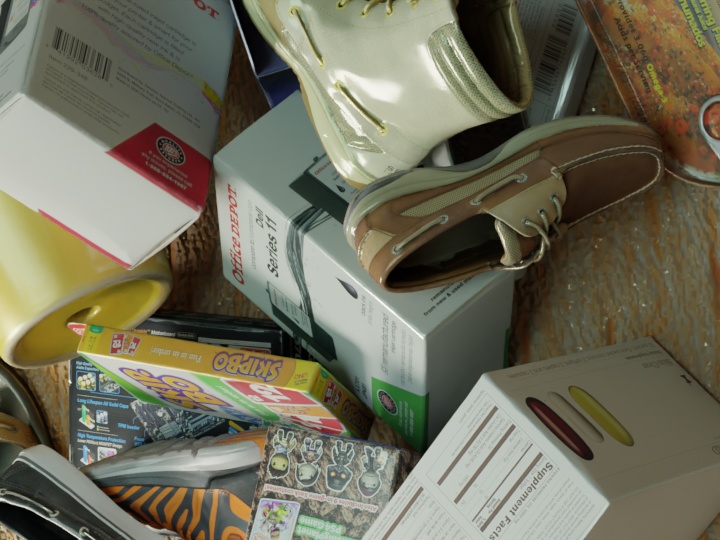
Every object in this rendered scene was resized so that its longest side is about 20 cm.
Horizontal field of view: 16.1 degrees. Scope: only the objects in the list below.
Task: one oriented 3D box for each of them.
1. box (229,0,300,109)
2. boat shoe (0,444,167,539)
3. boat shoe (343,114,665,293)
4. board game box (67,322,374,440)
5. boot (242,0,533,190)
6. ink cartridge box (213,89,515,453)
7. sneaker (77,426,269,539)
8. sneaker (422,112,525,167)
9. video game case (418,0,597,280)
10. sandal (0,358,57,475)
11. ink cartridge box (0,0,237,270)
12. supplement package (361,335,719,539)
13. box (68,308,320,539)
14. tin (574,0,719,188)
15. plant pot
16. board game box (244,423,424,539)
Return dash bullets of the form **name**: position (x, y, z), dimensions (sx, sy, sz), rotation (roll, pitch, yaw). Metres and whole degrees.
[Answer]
- **box**: position (-0.067, -0.174, 1.661), dimensions (0.032, 0.200, 0.121), rotation (-18, 84, 2)
- **boat shoe**: position (-0.173, 0.198, 1.715), dimensions (0.200, 0.066, 0.070), rotation (40, 148, 15)
- **boat shoe**: position (0.092, -0.032, 1.538), dimensions (0.200, 0.076, 0.072), rotation (-19, 46, 1)
- **board game box**: position (-0.097, 0.074, 1.706), dimensions (0.200, 0.096, 0.030), rotation (11, 71, 30)
- **boot**: position (0.013, -0.161, 1.536), dimensions (0.155, 0.072, 0.200), rotation (-26, 91, 47)
- **ink cartridge box**: position (0.000, 0.000, 1.653), dimensions (0.200, 0.083, 0.147), rotation (41, 155, 25)
- **sneaker**: position (-0.120, 0.174, 1.745), dimensions (0.200, 0.078, 0.112), rotation (-9, 96, 41)
- **sneaker**: position (0.045, -0.110, 1.628), dimensions (0.085, 0.073, 0.200), rotation (-13, 96, 50)
- **video game case**: position (0.059, -0.119, 1.673), dimensions (0.182, 0.024, 0.200), rotation (28, 111, 30)
- **sandal**: position (-0.272, 0.141, 1.918), dimensions (0.082, 0.055, 0.200), rotation (-40, 73, 32)
- **ink cartridge box**: position (-0.168, -0.122, 1.661), dimensions (0.086, 0.148, 0.200), rotation (-39, 29, 34)
- **supplement package**: position (0.123, 0.141, 1.549), dimensions (0.111, 0.200, 0.156), rotation (46, 119, 22)
- **box**: position (-0.121, 0.110, 1.813), dimensions (0.200, 0.046, 0.159), rotation (4, 98, 35)
- **tin**: position (0.201, -0.148, 1.548), dimensions (0.112, 0.042, 0.200), rotation (-25, 89, 38)
- **plant pot**: position (-0.228, -0.043, 1.770), dimensions (0.201, 0.201, 0.189), rotation (-38, 71, 32)
- **board game box**: position (-0.002, 0.212, 1.637), dimensions (0.097, 0.159, 0.200), rotation (9, 85, 29)
